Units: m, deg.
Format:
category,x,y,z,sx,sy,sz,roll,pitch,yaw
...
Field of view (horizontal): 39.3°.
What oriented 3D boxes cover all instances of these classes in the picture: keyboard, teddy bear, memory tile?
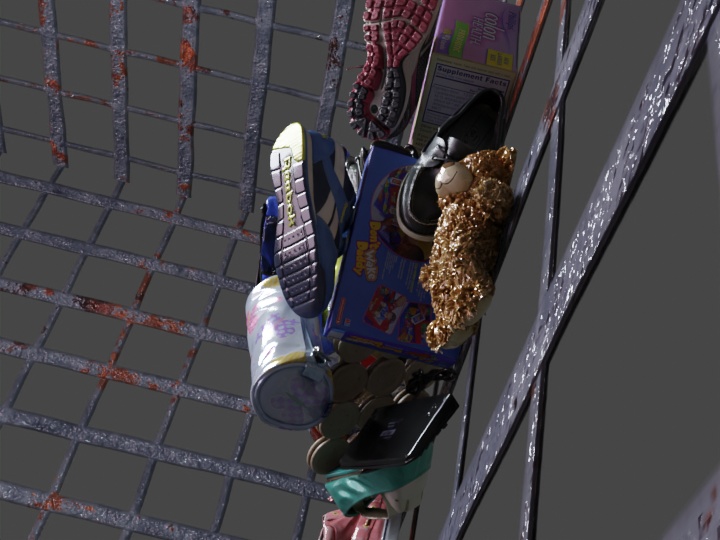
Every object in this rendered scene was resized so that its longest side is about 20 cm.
category,x,y,z,sx,sy,sz,roll,pitch,yaw
keyboard,0.046,0.142,0.974,0.127,0.021,0.200,-53,9,-21
teddy bear,0.089,-0.024,0.891,0.145,0.067,0.200,111,172,-77
memory tile,0.020,0.135,1.110,0.017,0.153,0.200,44,129,45

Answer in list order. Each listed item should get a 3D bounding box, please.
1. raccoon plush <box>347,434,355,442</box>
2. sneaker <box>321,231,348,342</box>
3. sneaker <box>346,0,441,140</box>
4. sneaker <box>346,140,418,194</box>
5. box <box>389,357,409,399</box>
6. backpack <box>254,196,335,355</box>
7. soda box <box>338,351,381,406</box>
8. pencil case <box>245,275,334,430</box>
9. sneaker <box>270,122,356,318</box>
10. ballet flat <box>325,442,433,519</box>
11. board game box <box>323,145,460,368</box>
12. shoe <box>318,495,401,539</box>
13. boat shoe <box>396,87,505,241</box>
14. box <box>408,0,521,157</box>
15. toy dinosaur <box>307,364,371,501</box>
category,x,y,z,sx,sy,sz,roll,pitch,yaw
raccoon plush,-0.008,0.243,1.338,0.097,0.134,0.200,106,178,-70
sneaker,0.000,0.000,1.164,0.076,0.105,0.200,101,164,-52
sneaker,0.041,-0.243,1.116,0.075,0.081,0.200,-16,-52,-63
sneaker,0.016,-0.113,1.164,0.199,0.076,0.114,-126,38,-55
box,0.080,0.041,1.200,0.160,0.043,0.200,-64,-11,-62
backpack,-0.051,0.011,1.307,0.162,0.168,0.200,-8,-73,-69
soda box,0.010,0.107,1.244,0.200,0.064,0.068,100,-172,-49
pencil case,-0.077,0.081,1.058,0.200,0.083,0.091,-108,36,-63
sneaker,-0.040,-0.050,1.027,0.074,0.082,0.200,-15,72,47
ballet flat,0.030,0.218,1.040,0.067,0.070,0.200,-26,-7,-34
board game box,0.051,-0.014,1.037,0.045,0.134,0.200,122,163,-71
shoe,0.001,0.296,1.218,0.200,0.091,0.072,-76,0,-53
boat shoe,0.099,-0.113,1.011,0.199,0.074,0.066,-50,-13,-35
box,0.118,-0.201,1.208,0.176,0.096,0.200,-76,0,-51
toy dinosaur,-0.027,0.173,1.161,0.181,0.105,0.200,18,-115,-72
